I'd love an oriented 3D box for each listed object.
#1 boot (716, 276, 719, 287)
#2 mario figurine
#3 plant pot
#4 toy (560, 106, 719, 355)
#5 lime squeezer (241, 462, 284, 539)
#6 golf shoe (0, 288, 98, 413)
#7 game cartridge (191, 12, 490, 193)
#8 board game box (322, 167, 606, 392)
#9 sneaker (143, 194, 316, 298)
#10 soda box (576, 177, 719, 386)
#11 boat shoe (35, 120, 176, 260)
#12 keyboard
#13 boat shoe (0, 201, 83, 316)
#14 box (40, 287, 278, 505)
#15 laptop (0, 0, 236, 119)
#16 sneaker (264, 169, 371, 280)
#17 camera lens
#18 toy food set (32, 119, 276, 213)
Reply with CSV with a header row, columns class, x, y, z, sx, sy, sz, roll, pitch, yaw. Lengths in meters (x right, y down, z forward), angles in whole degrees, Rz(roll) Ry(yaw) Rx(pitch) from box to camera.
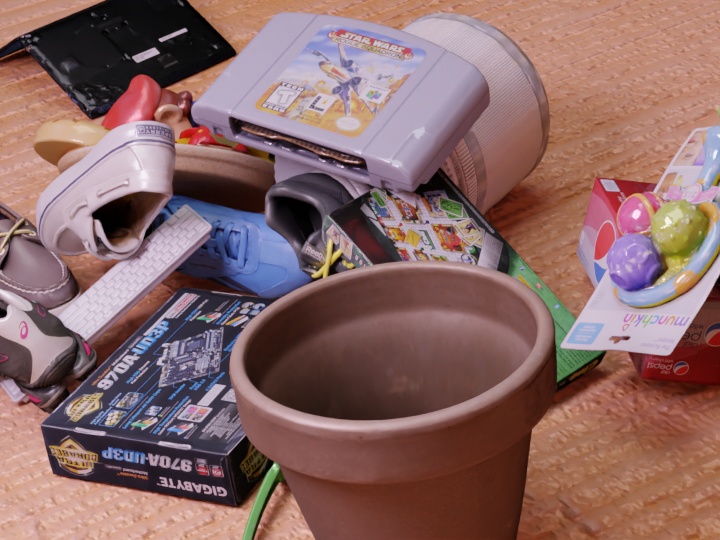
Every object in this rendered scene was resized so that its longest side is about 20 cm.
class,x,y,z,sx,sy,sz,roll,pitch,yaw
boot,0.309,-0.013,1.583,0.174,0.069,0.200,2,22,-31
mario figurine,-0.130,-0.111,1.959,0.200,0.124,0.106,-5,54,-13
plant pot,0.032,0.114,1.394,0.200,0.175,0.200,-8,28,4
toy,0.211,-0.035,1.538,0.200,0.047,0.115,-54,26,-21
lime squeezer,-0.029,0.130,1.544,0.200,0.038,0.071,-30,66,-34
golf shoe,-0.272,0.039,1.688,0.077,0.088,0.200,-51,33,-17
game cartridge,-0.012,-0.132,1.683,0.200,0.042,0.133,18,57,28
board game box,0.074,0.014,1.609,0.105,0.023,0.200,-28,68,-32
sneaker,-0.116,-0.021,1.769,0.200,0.066,0.078,13,1,41
soda box,0.215,0.006,1.628,0.063,0.070,0.200,6,25,-12
boat shoe,-0.195,-0.043,1.731,0.071,0.070,0.200,7,-26,-31
keyboard,-0.198,0.024,1.719,0.200,0.011,0.056,-42,38,-7
boat shoe,-0.294,-0.016,1.851,0.072,0.060,0.200,-24,32,-25
box,-0.110,0.086,1.623,0.159,0.046,0.200,6,33,28
laptop,-0.256,-0.214,2.251,0.177,0.103,0.200,-28,59,-29
sneaker,0.000,0.000,1.660,0.085,0.075,0.200,-9,44,-45
camera lens,0.046,-0.104,1.797,0.160,0.160,0.200,11,35,33
toy food set,-0.153,-0.083,1.843,0.200,0.049,0.198,-4,-14,27
